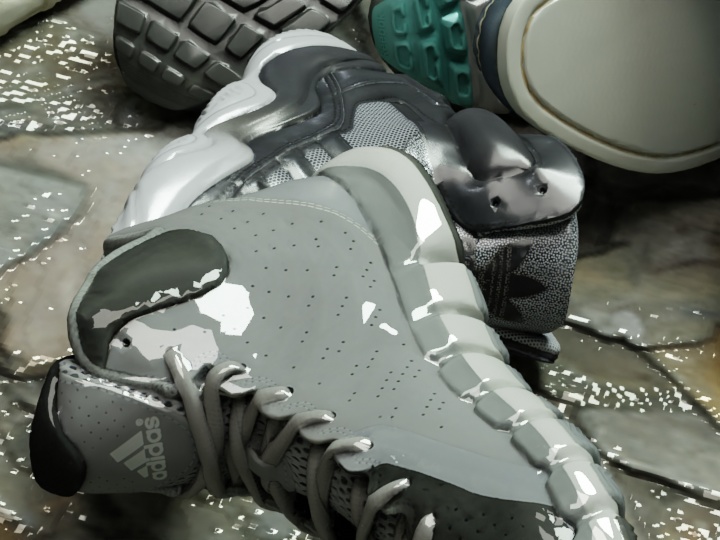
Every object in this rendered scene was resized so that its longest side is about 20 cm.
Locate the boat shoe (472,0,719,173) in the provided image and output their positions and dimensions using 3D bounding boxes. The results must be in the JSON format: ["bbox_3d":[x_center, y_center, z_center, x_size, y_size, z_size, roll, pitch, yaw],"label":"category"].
[{"bbox_3d":[0.104,-0.079,0.883,0.199,0.075,0.062,-13,25,-40],"label":"boat shoe"}]

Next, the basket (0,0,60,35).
[{"bbox_3d":[-0.143,-0.159,0.891,0.123,0.136,0.200,29,41,21],"label":"basket"}]

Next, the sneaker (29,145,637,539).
[{"bbox_3d":[-0.014,0.052,0.624,0.115,0.075,0.200,-9,38,-16],"label":"sneaker"}]

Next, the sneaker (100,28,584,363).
[{"bbox_3d":[0.000,0.000,0.757,0.113,0.076,0.200,15,34,12],"label":"sneaker"}]

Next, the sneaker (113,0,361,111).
[{"bbox_3d":[-0.018,-0.120,0.930,0.075,0.088,0.200,30,64,5],"label":"sneaker"}]

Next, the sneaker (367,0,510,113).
[{"bbox_3d":[0.054,-0.113,0.942,0.091,0.078,0.200,13,30,34],"label":"sneaker"}]
